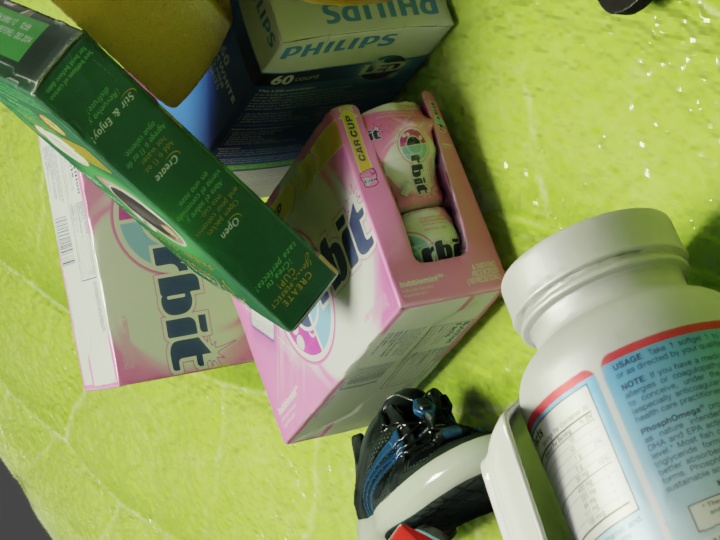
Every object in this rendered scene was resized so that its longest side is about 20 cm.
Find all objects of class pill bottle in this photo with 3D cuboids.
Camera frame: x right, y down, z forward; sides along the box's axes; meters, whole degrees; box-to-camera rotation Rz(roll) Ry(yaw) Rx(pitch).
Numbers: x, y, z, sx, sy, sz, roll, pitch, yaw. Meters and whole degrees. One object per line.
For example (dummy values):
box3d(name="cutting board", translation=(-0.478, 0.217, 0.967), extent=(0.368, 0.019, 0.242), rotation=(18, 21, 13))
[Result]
box3d(name="pill bottle", translation=(0.134, 0.079, 1.081), extent=(0.201, 0.108, 0.109), rotation=(69, 151, 22))

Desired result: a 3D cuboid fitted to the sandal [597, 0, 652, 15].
box3d(name="sandal", translation=(0.117, -0.206, 1.089), extent=(0.075, 0.045, 0.201), rotation=(49, 140, 46))

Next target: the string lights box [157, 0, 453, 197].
box3d(name="string lights box", translation=(-0.038, -0.105, 1.369), extent=(0.200, 0.102, 0.059), rotation=(-48, 55, 57))

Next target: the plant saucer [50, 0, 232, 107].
box3d(name="plant saucer", translation=(-0.113, -0.205, 1.254), extent=(0.200, 0.048, 0.201), rotation=(42, -141, -70))

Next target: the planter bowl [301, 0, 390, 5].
box3d(name="planter bowl", translation=(-0.029, -0.209, 1.215), extent=(0.083, 0.200, 0.201), rotation=(140, 117, -67))

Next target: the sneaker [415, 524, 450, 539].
box3d(name="sneaker", translation=(0.027, 0.212, 1.299), extent=(0.079, 0.096, 0.200), rotation=(32, 155, 29))

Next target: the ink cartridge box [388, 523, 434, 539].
box3d(name="ink cartridge box", translation=(0.065, 0.183, 1.117), extent=(0.067, 0.116, 0.200), rotation=(-57, 30, 2))

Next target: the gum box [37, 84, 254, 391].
box3d(name="gum box", translation=(-0.127, -0.034, 1.559), extent=(0.066, 0.113, 0.201), rotation=(-11, 89, 63))

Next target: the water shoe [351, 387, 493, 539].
box3d(name="water shoe", translation=(0.028, 0.099, 1.317), extent=(0.200, 0.071, 0.079), rotation=(132, 126, -68))

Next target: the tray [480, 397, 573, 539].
box3d(name="tray", translation=(0.084, 0.111, 1.155), extent=(0.200, 0.022, 0.108), rotation=(-12, -97, -81))

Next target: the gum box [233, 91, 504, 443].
box3d(name="gum box", translation=(0.000, 0.000, 1.351), extent=(0.200, 0.066, 0.114), rotation=(-51, 55, 57))

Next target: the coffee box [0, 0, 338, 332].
box3d(name="coffee box", translation=(-0.110, -0.055, 1.275), extent=(0.200, 0.044, 0.123), rotation=(43, 171, -31))
